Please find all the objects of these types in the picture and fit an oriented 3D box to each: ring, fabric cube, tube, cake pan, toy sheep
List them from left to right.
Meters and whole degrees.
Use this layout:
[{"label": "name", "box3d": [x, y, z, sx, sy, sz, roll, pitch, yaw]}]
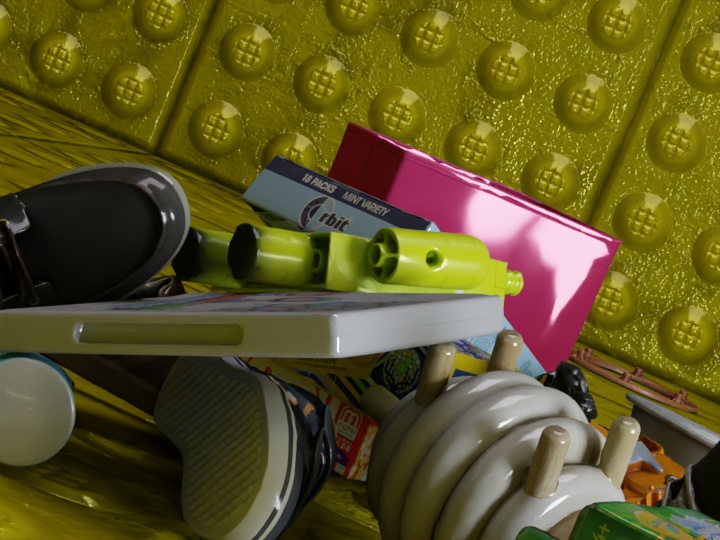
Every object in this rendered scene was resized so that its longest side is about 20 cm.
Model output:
[{"label": "tube", "box3d": [-0.176, 0.059, 1.063, 0.077, 0.051, 0.200, 24, -1, -12]}, {"label": "fabric cube", "box3d": [0.059, 0.017, 1.689, 0.195, 0.200, 0.200, 21, 5, -16]}, {"label": "toy sheep", "box3d": [0.068, 0.110, 1.086, 0.137, 0.138, 0.200, 18, 16, -43]}, {"label": "ring", "box3d": [0.369, 0.144, 2.848, 0.199, 0.019, 0.200, 22, 5, -2]}, {"label": "cake pan", "box3d": [0.252, 0.139, 1.339, 0.199, 0.037, 0.200, 27, 2, -1]}]

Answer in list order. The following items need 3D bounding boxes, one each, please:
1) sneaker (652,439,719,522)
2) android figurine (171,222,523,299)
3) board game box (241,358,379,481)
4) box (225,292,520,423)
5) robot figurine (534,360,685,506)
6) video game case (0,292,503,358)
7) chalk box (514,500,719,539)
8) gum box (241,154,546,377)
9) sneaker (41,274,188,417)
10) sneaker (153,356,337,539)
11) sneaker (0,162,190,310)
[{"label": "sneaker", "box3d": [0.120, 0.132, 0.927, 0.115, 0.201, 0.075, 14, 34, 4]}, {"label": "android figurine", "box3d": [0.000, 0.000, 1.187, 0.199, 0.041, 0.182, 7, -5, -33]}, {"label": "board game box", "box3d": [-0.001, 0.098, 1.415, 0.151, 0.047, 0.200, 27, 6, 33]}, {"label": "box", "box3d": [0.000, 0.047, 1.320, 0.200, 0.065, 0.070, 27, 7, 41]}, {"label": "robot figurine", "box3d": [0.133, 0.136, 1.195, 0.058, 0.146, 0.200, -12, 17, -18]}, {"label": "video game case", "box3d": [-0.049, 0.025, 1.026, 0.181, 0.024, 0.200, 0, 1, 25]}, {"label": "chalk box", "box3d": [0.129, 0.167, 0.807, 0.199, 0.125, 0.124, 24, 5, 28]}, {"label": "gum box", "box3d": [0.030, 0.019, 1.427, 0.170, 0.045, 0.200, 27, -19, 47]}, {"label": "sneaker", "box3d": [-0.103, 0.047, 1.173, 0.200, 0.076, 0.070, 33, -7, -36]}, {"label": "sneaker", "box3d": [-0.047, 0.094, 1.058, 0.079, 0.079, 0.200, 32, 8, -20]}, {"label": "sneaker", "box3d": [-0.184, 0.006, 1.047, 0.199, 0.075, 0.106, -20, 7, 9]}]
